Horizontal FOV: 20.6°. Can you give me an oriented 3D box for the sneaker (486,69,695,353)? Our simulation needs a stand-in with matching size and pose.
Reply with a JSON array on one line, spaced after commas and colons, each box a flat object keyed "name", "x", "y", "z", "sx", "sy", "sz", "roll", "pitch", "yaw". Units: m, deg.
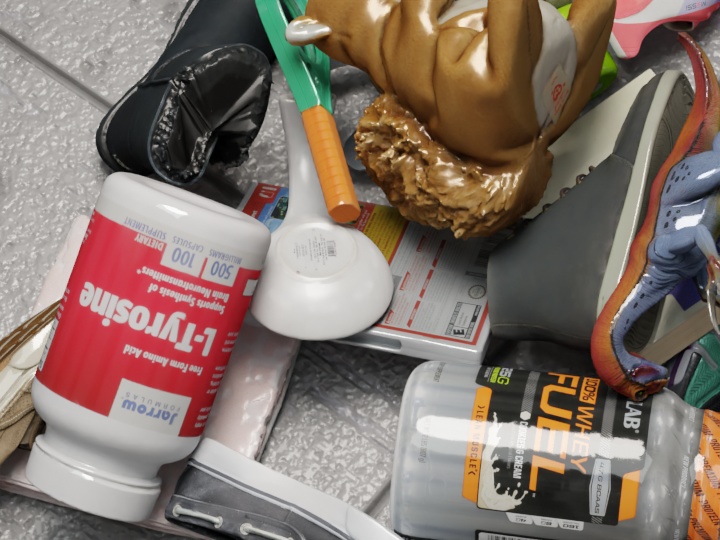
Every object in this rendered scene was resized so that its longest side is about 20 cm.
[{"name": "sneaker", "x": 0.147, "y": -0.043, "z": 1.268, "sx": 0.106, "sy": 0.075, "sz": 0.200, "roll": 3, "pitch": 60, "yaw": 35}]

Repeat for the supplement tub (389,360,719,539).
[{"name": "supplement tub", "x": 0.124, "y": 0.125, "z": 1.225, "sx": 0.199, "sy": 0.123, "sz": 0.123, "roll": 5, "pitch": 64, "yaw": 9}]

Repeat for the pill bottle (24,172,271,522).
[{"name": "pill bottle", "x": -0.139, "y": 0.049, "z": 1.239, "sx": 0.112, "sy": 0.112, "sz": 0.200, "roll": 21, "pitch": 95, "yaw": 17}]

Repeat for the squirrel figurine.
[{"name": "squirrel figurine", "x": 0.041, "y": -0.121, "z": 1.267, "sx": 0.186, "sy": 0.141, "sz": 0.201, "roll": 19, "pitch": 110, "yaw": 29}]

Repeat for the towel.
[{"name": "towel", "x": -0.145, "y": 0.073, "z": 1.337, "sx": 0.191, "sy": 0.032, "sz": 0.200, "roll": 15, "pitch": 66, "yaw": 13}]

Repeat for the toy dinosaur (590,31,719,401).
[{"name": "toy dinosaur", "x": 0.196, "y": -0.015, "z": 1.201, "sx": 0.181, "sy": 0.105, "sz": 0.200, "roll": -37, "pitch": 48, "yaw": -2}]

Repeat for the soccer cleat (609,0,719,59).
[{"name": "soccer cleat", "x": 0.240, "y": -0.212, "z": 1.412, "sx": 0.200, "sy": 0.068, "sz": 0.073, "roll": -25, "pitch": 105, "yaw": -32}]

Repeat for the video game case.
[{"name": "video game case", "x": 0.000, "y": 0.000, "z": 1.330, "sx": 0.199, "sy": 0.017, "sz": 0.143, "roll": 11, "pitch": 38, "yaw": 12}]

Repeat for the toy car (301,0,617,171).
[{"name": "toy car", "x": 0.052, "y": -0.165, "z": 1.380, "sx": 0.200, "sy": 0.158, "sz": 0.165, "roll": -30, "pitch": 75, "yaw": 6}]

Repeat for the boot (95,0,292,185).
[{"name": "boot", "x": -0.091, "y": -0.139, "z": 1.362, "sx": 0.076, "sy": 0.168, "sz": 0.200, "roll": 45, "pitch": 76, "yaw": -19}]

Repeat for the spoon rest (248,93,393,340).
[{"name": "spoon rest", "x": -0.030, "y": -0.029, "z": 1.319, "sx": 0.099, "sy": 0.061, "sz": 0.200, "roll": -1, "pitch": 50, "yaw": -2}]

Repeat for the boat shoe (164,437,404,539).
[{"name": "boat shoe", "x": -0.038, "y": 0.169, "z": 1.212, "sx": 0.200, "sy": 0.072, "sz": 0.068, "roll": 23, "pitch": 74, "yaw": 30}]

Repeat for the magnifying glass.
[{"name": "magnifying glass", "x": -0.033, "y": -0.121, "z": 1.318, "sx": 0.022, "sy": 0.080, "sz": 0.200, "roll": -23, "pitch": 60, "yaw": 16}]

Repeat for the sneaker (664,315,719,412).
[{"name": "sneaker", "x": 0.235, "y": 0.015, "z": 1.314, "sx": 0.087, "sy": 0.074, "sz": 0.200, "roll": 14, "pitch": 66, "yaw": 46}]

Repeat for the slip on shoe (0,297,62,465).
[{"name": "slip on shoe", "x": -0.231, "y": 0.092, "z": 1.291, "sx": 0.200, "sy": 0.076, "sz": 0.061, "roll": -46, "pitch": 107, "yaw": -23}]

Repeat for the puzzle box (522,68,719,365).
[{"name": "puzzle box", "x": 0.187, "y": -0.034, "z": 1.305, "sx": 0.133, "sy": 0.025, "sz": 0.200, "roll": -35, "pitch": 46, "yaw": 5}]
